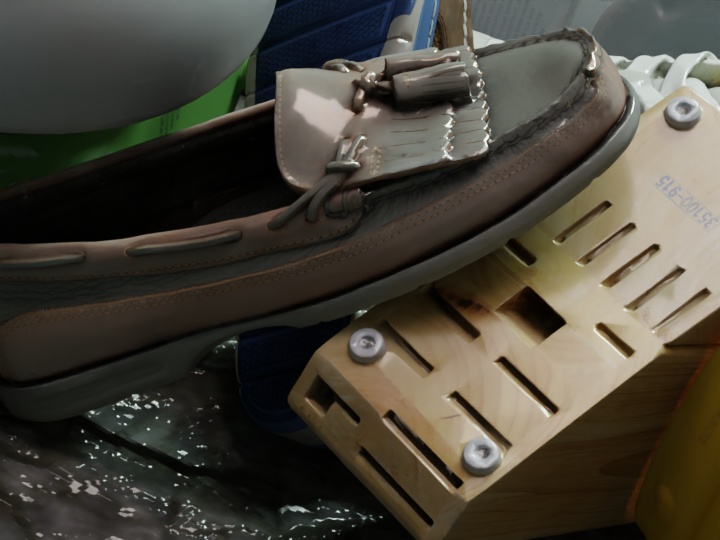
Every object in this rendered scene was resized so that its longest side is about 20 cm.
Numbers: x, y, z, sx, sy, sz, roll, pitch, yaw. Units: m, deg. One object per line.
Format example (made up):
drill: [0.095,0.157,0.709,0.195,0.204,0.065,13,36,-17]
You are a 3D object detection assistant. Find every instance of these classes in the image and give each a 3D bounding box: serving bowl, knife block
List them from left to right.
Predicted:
serving bowl: [-0.108,-0.130,0.630,0.200,0.066,0.200,15,43,-15]
knife block: [0.082,0.039,0.678,0.200,0.176,0.064,-36,60,-18]

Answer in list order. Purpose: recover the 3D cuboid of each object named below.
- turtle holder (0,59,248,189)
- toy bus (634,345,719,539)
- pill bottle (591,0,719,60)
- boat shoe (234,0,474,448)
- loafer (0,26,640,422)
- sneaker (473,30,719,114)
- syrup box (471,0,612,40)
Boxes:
turtle holder: [-0.099,-0.076,0.757,0.132,0.186,0.141,17,-19,10]
toy bus: [0.203,0.093,0.598,0.200,0.136,0.192,7,39,-27]
pill bottle: [0.185,-0.092,0.991,0.113,0.113,0.200,27,25,20]
boat shoe: [0.008,-0.035,0.707,0.072,0.200,0.072,-10,-27,43]
loafer: [-0.025,-0.022,0.614,0.200,0.063,0.072,-24,30,12]
sneaker: [0.090,-0.045,0.779,0.200,0.081,0.077,26,36,-11]
syrup box: [0.053,-0.169,1.108,0.200,0.081,0.079,35,28,32]
